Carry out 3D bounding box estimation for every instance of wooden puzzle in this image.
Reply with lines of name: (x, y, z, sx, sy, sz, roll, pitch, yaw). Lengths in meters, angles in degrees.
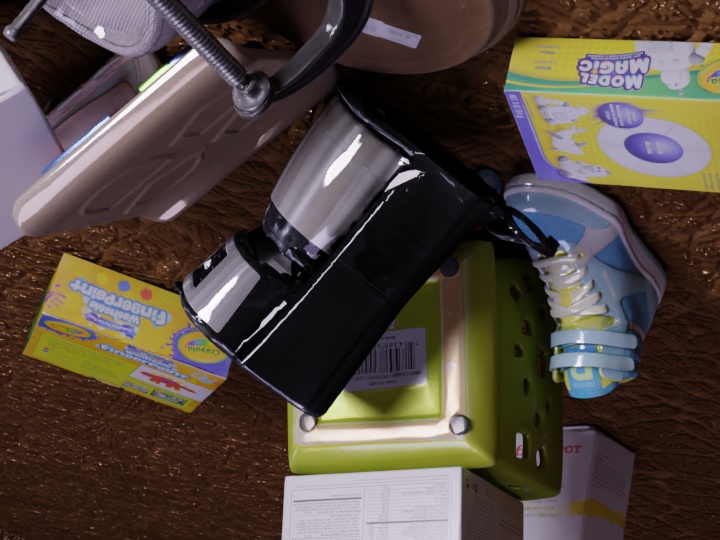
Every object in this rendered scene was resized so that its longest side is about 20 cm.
wooden puzzle: (-0.122, -0.095, 0.969, 0.185, 0.046, 0.200, -37, 171, 17)

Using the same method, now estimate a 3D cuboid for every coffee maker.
coffee maker: (0.000, 0.000, 1.028, 0.192, 0.200, 0.135, 41, -167, 10)

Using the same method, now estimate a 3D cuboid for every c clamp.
c clamp: (-0.079, -0.152, 0.812, 0.027, 0.171, 0.200, 38, -178, 42)

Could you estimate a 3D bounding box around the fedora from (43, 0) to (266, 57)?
fedora: (-0.134, -0.193, 0.846, 0.176, 0.091, 0.200, 37, 150, -15)

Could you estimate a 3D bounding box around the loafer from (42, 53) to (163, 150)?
loafer: (-0.210, -0.115, 1.125, 0.199, 0.063, 0.072, -20, 177, 41)

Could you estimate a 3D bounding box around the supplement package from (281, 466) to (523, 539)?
supplement package: (0.033, 0.266, 1.117, 0.150, 0.202, 0.152, -7, 158, 23)

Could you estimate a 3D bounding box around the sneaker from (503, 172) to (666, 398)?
sneaker: (0.166, 0.021, 1.119, 0.079, 0.131, 0.200, -5, 149, 42)

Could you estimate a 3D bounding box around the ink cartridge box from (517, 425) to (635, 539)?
ink cartridge box: (0.205, 0.278, 1.578, 0.144, 0.201, 0.083, -9, 150, 44)

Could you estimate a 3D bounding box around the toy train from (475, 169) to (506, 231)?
toy train: (0.024, -0.036, 1.176, 0.149, 0.056, 0.200, 23, 155, -16)

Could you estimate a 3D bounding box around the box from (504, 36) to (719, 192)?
box: (0.202, -0.097, 0.944, 0.198, 0.049, 0.117, 3, 154, 22)

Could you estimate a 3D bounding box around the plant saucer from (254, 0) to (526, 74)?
plant saucer: (0.004, -0.180, 0.907, 0.198, 0.030, 0.200, 12, 156, 5)

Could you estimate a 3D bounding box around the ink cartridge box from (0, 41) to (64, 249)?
ink cartridge box: (-0.302, -0.116, 0.974, 0.201, 0.144, 0.147, 55, 171, 26)

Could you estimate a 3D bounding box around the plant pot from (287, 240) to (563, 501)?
plant pot: (0.045, 0.081, 1.172, 0.198, 0.201, 0.181, -5, 166, 21)

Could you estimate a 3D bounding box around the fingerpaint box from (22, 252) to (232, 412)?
fingerpaint box: (-0.243, 0.069, 1.552, 0.199, 0.074, 0.167, 21, 157, -12)
